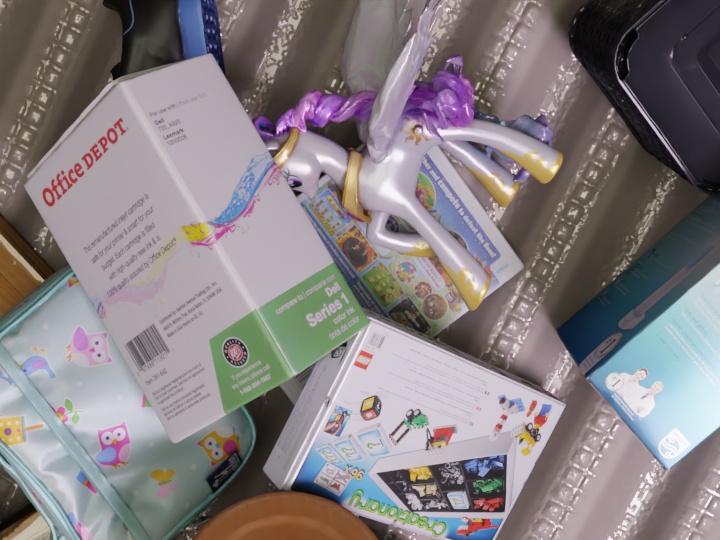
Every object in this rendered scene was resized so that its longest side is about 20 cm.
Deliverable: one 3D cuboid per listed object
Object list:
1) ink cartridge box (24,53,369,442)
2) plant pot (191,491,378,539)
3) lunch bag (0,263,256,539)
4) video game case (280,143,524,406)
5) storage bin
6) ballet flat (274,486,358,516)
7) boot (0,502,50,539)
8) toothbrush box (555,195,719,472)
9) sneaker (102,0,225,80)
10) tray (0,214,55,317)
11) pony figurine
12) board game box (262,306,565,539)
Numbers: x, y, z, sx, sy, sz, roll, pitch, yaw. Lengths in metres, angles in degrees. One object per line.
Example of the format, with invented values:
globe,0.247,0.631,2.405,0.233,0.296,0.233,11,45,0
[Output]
ink cartridge box,-0.108,-0.012,0.735,0.144,0.084,0.202,-31,89,44
plant pot,-0.049,0.236,0.735,0.196,0.202,0.141,5,138,2
lunch bag,-0.177,0.103,0.805,0.160,0.077,0.201,-42,103,-25
video game case,0.000,0.000,0.848,0.199,0.018,0.144,-37,94,7
storage bin,0.255,-0.167,0.757,0.199,0.094,0.135,-41,112,8
ballet flat,-0.021,0.140,0.833,0.066,0.064,0.203,12,106,-9
boot,-0.229,0.258,0.870,0.199,0.072,0.156,-35,97,3
toothbrush box,0.240,0.020,0.776,0.200,0.146,0.085,-43,95,6
sneaker,-0.134,-0.105,0.818,0.077,0.070,0.204,-5,92,8
tray,-0.312,-0.015,0.852,0.099,0.037,0.200,-42,95,7
pony figurine,0.029,-0.093,0.763,0.198,0.167,0.195,25,106,-17
board game box,0.043,0.114,0.799,0.198,0.035,0.128,25,95,-35
